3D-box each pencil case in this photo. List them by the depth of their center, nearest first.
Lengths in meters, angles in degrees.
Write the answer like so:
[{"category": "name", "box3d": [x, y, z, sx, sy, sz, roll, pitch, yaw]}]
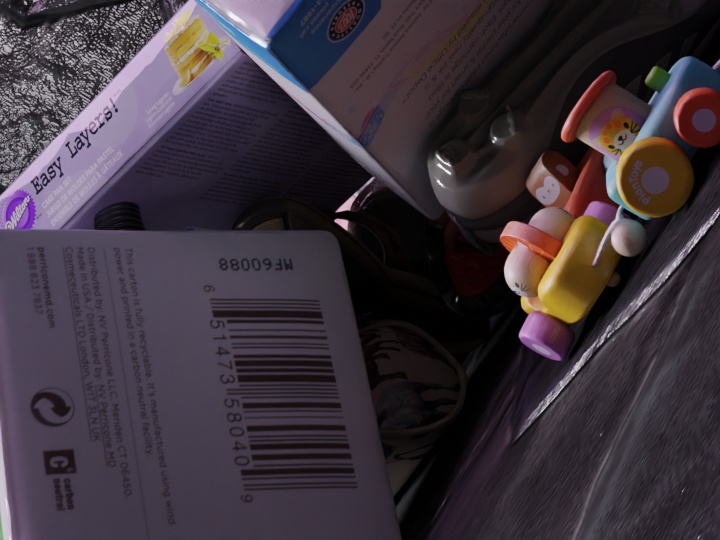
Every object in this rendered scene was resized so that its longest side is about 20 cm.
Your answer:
[{"category": "pencil case", "box3d": [-0.013, 0.102, 1.276, 0.200, 0.089, 0.078, 124, 148, -54]}]

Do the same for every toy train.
[{"category": "toy train", "box3d": [0.105, -0.049, 0.941, 0.151, 0.055, 0.200, -62, 2, -37]}]

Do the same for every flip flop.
[{"category": "flip flop", "box3d": [0.000, 0.000, 1.237, 0.081, 0.200, 0.058, -25, 57, 34]}]

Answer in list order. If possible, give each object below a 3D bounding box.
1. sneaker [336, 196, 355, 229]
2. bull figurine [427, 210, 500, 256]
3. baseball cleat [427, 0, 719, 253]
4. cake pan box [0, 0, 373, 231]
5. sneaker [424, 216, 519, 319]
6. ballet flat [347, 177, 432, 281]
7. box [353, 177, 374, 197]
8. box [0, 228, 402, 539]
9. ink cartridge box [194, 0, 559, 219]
[{"category": "sneaker", "box3d": [0.034, -0.018, 1.412, 0.105, 0.075, 0.201, 120, 151, -47]}, {"category": "bull figurine", "box3d": [0.104, -0.088, 1.154, 0.200, 0.065, 0.121, -47, -9, -6]}, {"category": "baseball cleat", "box3d": [0.117, -0.091, 1.067, 0.200, 0.070, 0.107, -39, -37, -2]}, {"category": "cake pan box", "box3d": [-0.069, -0.060, 1.175, 0.184, 0.052, 0.200, -41, -26, 27]}, {"category": "sneaker", "box3d": [0.094, -0.044, 1.276, 0.096, 0.079, 0.201, 73, -151, -50]}, {"category": "ballet flat", "box3d": [0.013, 0.028, 1.323, 0.046, 0.067, 0.201, -112, 19, -54]}, {"category": "box", "box3d": [0.054, -0.152, 1.350, 0.158, 0.050, 0.200, -54, -5, -35]}, {"category": "box", "box3d": [-0.108, 0.104, 1.127, 0.172, 0.199, 0.200, 122, 142, -53]}, {"category": "ink cartridge box", "box3d": [0.018, -0.134, 1.039, 0.145, 0.085, 0.200, -51, -34, -2]}]
